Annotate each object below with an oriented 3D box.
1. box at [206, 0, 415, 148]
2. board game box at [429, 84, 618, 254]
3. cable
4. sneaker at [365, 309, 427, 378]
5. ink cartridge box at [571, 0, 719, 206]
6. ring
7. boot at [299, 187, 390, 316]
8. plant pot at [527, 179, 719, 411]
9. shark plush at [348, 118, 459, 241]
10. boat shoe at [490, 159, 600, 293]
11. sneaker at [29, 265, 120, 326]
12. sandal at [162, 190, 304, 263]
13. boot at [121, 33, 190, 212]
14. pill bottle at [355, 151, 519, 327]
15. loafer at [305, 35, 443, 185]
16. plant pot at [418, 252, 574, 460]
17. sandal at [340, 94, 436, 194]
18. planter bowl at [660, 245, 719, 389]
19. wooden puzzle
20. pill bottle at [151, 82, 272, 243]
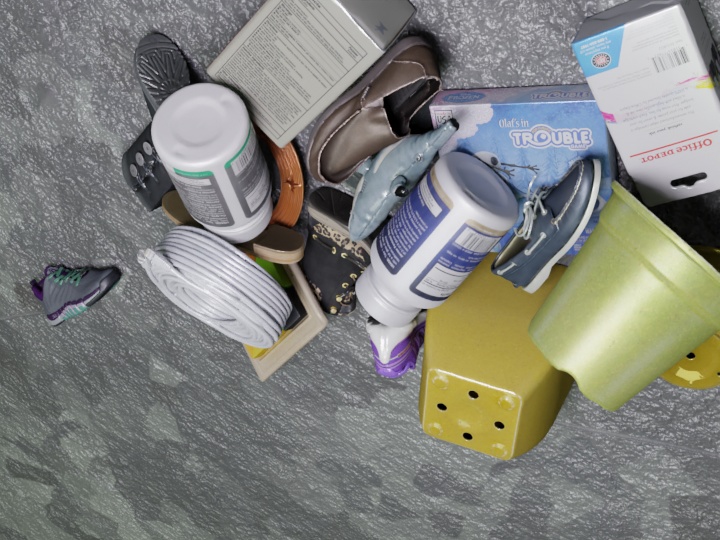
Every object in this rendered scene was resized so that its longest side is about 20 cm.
[{"bbox_3d":[-0.057,-0.257,1.116,0.128,0.109,0.199,45,132,-11],"label":"box"},{"bbox_3d":[0.193,-0.112,1.145,0.198,0.043,0.201,2,125,26],"label":"board game box"},{"bbox_3d":[-0.183,0.024,1.289,0.199,0.070,0.200,28,160,5],"label":"cable"},{"bbox_3d":[0.048,0.092,1.284,0.080,0.200,0.085,2,97,18],"label":"sneaker"},{"bbox_3d":[0.311,-0.175,1.015,0.114,0.068,0.201,-14,118,35],"label":"ink cartridge box"},{"bbox_3d":[-0.159,-0.126,1.306,0.199,0.019,0.203,15,121,28],"label":"ring"},{"bbox_3d":[0.000,0.000,1.307,0.199,0.073,0.151,34,135,14],"label":"boot"},{"bbox_3d":[0.284,0.040,1.059,0.200,0.201,0.185,39,104,-6],"label":"plant pot"},{"bbox_3d":[0.056,-0.105,1.140,0.091,0.084,0.199,39,136,-27],"label":"shark plush"},{"bbox_3d":[0.204,-0.053,1.109,0.061,0.075,0.201,19,143,-4],"label":"boat shoe"},{"bbox_3d":[-0.462,0.024,1.580,0.199,0.075,0.088,-26,106,40],"label":"sneaker"},{"bbox_3d":[-0.171,-0.035,1.303,0.210,0.078,0.070,20,128,17],"label":"sandal"},{"bbox_3d":[-0.272,-0.189,1.315,0.200,0.065,0.166,-39,69,60],"label":"boot"},{"bbox_3d":[0.080,-0.028,1.140,0.111,0.111,0.200,37,122,-4],"label":"pill bottle"},{"bbox_3d":[0.014,-0.167,1.102,0.073,0.071,0.200,22,118,-43],"label":"loafer"},{"bbox_3d":[0.162,0.113,1.233,0.194,0.200,0.196,16,132,16],"label":"plant pot"},{"bbox_3d":[0.029,-0.156,1.193,0.075,0.048,0.201,33,132,-2],"label":"sandal"},{"bbox_3d":[0.390,0.077,1.164,0.198,0.084,0.202,15,131,18],"label":"planter bowl"},{"bbox_3d":[-0.140,0.038,1.391,0.200,0.037,0.186,-44,70,45],"label":"wooden puzzle"},{"bbox_3d":[-0.167,-0.119,1.179,0.112,0.114,0.200,18,157,14],"label":"pill bottle"}]
